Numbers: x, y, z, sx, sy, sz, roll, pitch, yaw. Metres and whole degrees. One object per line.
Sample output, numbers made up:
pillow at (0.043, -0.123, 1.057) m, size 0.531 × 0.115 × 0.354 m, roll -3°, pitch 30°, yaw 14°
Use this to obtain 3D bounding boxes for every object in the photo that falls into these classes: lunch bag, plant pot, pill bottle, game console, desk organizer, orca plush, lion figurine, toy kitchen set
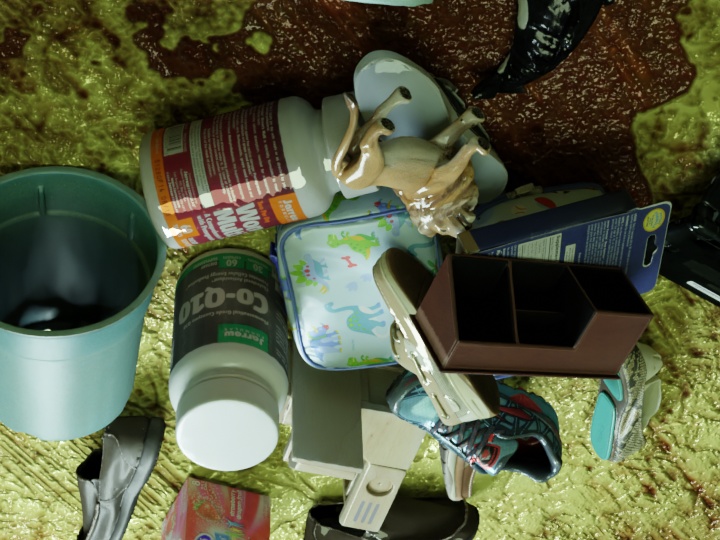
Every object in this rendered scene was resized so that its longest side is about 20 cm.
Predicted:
lunch bag at (0.163, 0.007, 1.700) m, size 0.159 × 0.076 × 0.201 m, roll -10°, pitch 132°, yaw -19°
plant pot at (-0.283, 0.043, 1.666) m, size 0.199 × 0.201 × 0.197 m, roll 4°, pitch 139°, yaw -6°
pill bottle at (-0.123, 0.083, 1.691) m, size 0.112 × 0.201 × 0.114 m, roll -2°, pitch 132°, yaw -2°
pill bottle at (-0.088, -0.093, 1.599) m, size 0.199 × 0.110 × 0.110 m, roll -13°, pitch 131°, yaw 9°
game console at (0.387, -0.044, 1.729) m, size 0.199 × 0.117 × 0.176 m, roll 27°, pitch 155°, yaw -23°
desk organizer at (0.152, 0.041, 1.574) m, size 0.199 × 0.072 × 0.077 m, roll 4°, pitch 129°, yaw -32°
orca plush at (0.158, -0.213, 1.532) m, size 0.105 × 0.071 × 0.200 m, roll 26°, pitch 125°, yaw -23°
lion figurine at (0.034, -0.090, 1.524) m, size 0.199 × 0.073 × 0.122 m, roll 16°, pitch 135°, yaw -35°
lunch bag at (0.000, 0.000, 1.702) m, size 0.159 × 0.083 × 0.201 m, roll -9°, pitch 132°, yaw 2°
toy kitchen set at (-0.048, 0.193, 1.817) m, size 0.199 × 0.164 × 0.181 m, roll 12°, pitch 130°, yaw -13°

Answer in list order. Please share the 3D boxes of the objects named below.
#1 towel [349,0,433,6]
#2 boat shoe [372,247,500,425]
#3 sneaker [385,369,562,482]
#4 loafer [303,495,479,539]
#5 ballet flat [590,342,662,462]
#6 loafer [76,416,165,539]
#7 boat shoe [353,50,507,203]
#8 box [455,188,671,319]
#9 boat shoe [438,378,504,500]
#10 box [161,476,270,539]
towel at (-0.022, -0.303, 1.460) m, size 0.198 × 0.048 × 0.172 m, roll 4°, pitch 132°, yaw -7°
boat shoe at (0.058, 0.067, 1.658) m, size 0.065 × 0.072 × 0.200 m, roll -21°, pitch 122°, yaw 24°
sneaker at (0.119, 0.150, 1.752) m, size 0.199 × 0.096 × 0.080 m, roll 18°, pitch 123°, yaw -23°
loafer at (0.030, 0.277, 1.953) m, size 0.198 × 0.073 × 0.072 m, roll -10°, pitch 133°, yaw 6°
ballet flat at (0.275, 0.118, 1.844) m, size 0.075 × 0.068 × 0.201 m, roll -22°, pitch 138°, yaw -13°
loafer at (-0.266, 0.221, 1.890) m, size 0.071 × 0.073 × 0.201 m, roll 21°, pitch 122°, yaw -9°
boat shoe at (0.061, -0.139, 1.595) m, size 0.073 × 0.068 × 0.199 m, roll -38°, pitch 129°, yaw 22°
box at (0.179, -0.006, 1.615) m, size 0.199 × 0.033 × 0.122 m, roll -14°, pitch 138°, yaw -14°
boat shoe at (0.119, 0.164, 1.861) m, size 0.071 × 0.076 × 0.201 m, roll -2°, pitch 133°, yaw -4°
box at (-0.158, 0.332, 1.908) m, size 0.102 × 0.201 × 0.095 m, roll 16°, pitch 131°, yaw -15°
